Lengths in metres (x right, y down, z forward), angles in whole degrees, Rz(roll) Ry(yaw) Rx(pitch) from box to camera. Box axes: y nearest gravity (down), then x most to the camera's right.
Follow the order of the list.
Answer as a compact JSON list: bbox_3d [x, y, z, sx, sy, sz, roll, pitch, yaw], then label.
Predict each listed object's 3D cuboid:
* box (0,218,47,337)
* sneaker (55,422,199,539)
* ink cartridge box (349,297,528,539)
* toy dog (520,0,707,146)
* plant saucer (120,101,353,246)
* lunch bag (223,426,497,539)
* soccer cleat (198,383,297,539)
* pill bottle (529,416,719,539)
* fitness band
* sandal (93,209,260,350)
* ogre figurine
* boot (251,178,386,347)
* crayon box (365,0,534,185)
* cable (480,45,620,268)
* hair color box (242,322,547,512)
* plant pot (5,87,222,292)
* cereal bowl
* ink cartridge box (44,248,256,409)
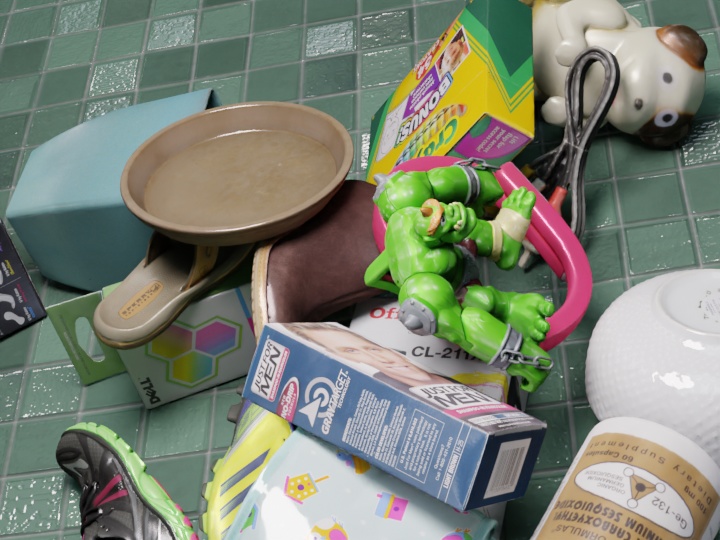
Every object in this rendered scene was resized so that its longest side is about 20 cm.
[{"bbox_3d":[-0.401,-0.033,1.448,0.114,0.133,0.200,-28,45,-12],"label":"box"},{"bbox_3d":[-0.200,0.194,1.214,0.083,0.077,0.200,-35,45,-17],"label":"sneaker"},{"bbox_3d":[0.048,0.122,1.196,0.144,0.083,0.202,1,49,19],"label":"ink cartridge box"},{"bbox_3d":[0.230,-0.189,1.416,0.192,0.141,0.199,-5,29,-42],"label":"toy dog"},{"bbox_3d":[-0.102,-0.080,1.260,0.197,0.030,0.201,-6,35,5],"label":"plant saucer"},{"bbox_3d":[-0.016,0.225,1.058,0.169,0.122,0.201,25,71,16],"label":"lunch bag"},{"bbox_3d":[-0.075,0.167,1.207,0.082,0.065,0.202,0,48,14],"label":"soccer cleat"},{"bbox_3d":[0.170,0.212,1.051,0.113,0.115,0.201,16,55,29],"label":"pill bottle"},{"bbox_3d":[0.096,-0.015,1.210,0.143,0.038,0.201,-26,63,-26],"label":"fitness band"},{"bbox_3d":[-0.150,-0.017,1.262,0.080,0.054,0.200,26,60,36],"label":"sandal"},{"bbox_3d":[0.073,-0.006,1.123,0.118,0.098,0.203,9,68,-26],"label":"ogre figurine"},{"bbox_3d":[0.000,0.000,1.220,0.164,0.073,0.202,2,48,6],"label":"boot"},{"bbox_3d":[0.076,-0.129,1.356,0.058,0.200,0.174,25,44,-19],"label":"crayon box"},{"bbox_3d":[0.176,-0.095,1.320,0.097,0.202,0.050,40,23,31],"label":"cable"},{"bbox_3d":[0.023,0.100,1.086,0.198,0.100,0.061,23,100,30],"label":"hair color box"},{"bbox_3d":[-0.219,-0.061,1.420,0.197,0.142,0.143,-6,46,18],"label":"plant pot"},{"bbox_3d":[0.269,0.058,1.150,0.197,0.084,0.201,-4,31,2],"label":"cereal bowl"},{"bbox_3d":[-0.162,0.054,1.312,0.197,0.105,0.060,-18,44,0],"label":"ink cartridge box"}]
